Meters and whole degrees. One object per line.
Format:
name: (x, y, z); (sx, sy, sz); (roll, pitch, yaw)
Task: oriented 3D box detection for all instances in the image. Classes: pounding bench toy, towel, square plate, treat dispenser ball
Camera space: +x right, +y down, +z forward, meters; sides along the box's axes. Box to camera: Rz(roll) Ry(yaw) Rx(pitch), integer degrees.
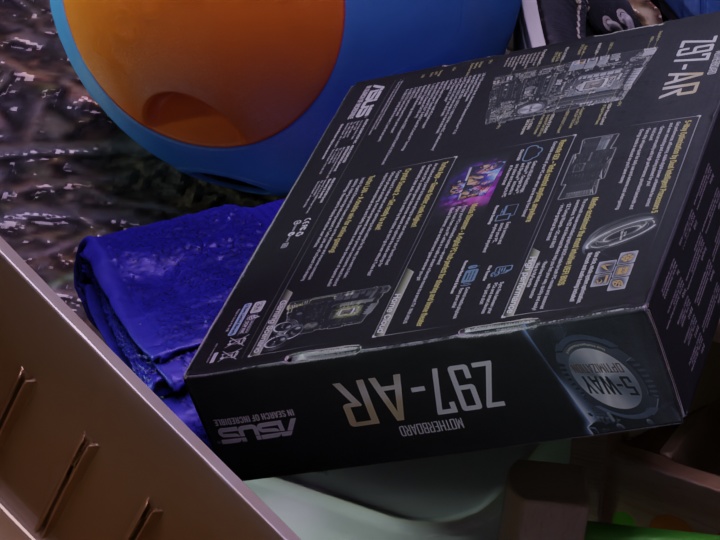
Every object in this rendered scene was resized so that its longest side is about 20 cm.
pounding bench toy: (0.151, 0.074, 1.017); (0.155, 0.125, 0.200); (18, 36, 22)
towel: (0.000, 0.000, 1.120); (0.199, 0.050, 0.148); (-14, 31, -14)
square plate: (0.004, 0.050, 1.132); (0.199, 0.029, 0.198); (17, 35, 21)
treat dispenser ball: (-0.031, -0.132, 1.249); (0.200, 0.202, 0.201); (2, 33, -1)

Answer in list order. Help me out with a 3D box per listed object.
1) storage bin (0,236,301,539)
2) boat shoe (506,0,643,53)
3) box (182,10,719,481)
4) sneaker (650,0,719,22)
storage bin: (-0.148, 0.100, 0.918); (0.200, 0.094, 0.198); (44, 46, 13)
boat shoe: (0.095, -0.104, 1.319); (0.060, 0.076, 0.200); (-1, 28, 0)
box: (0.047, -0.012, 1.008); (0.160, 0.044, 0.200); (-10, 28, 23)
sneaker: (0.156, -0.121, 1.312); (0.082, 0.071, 0.199); (10, -9, 35)
